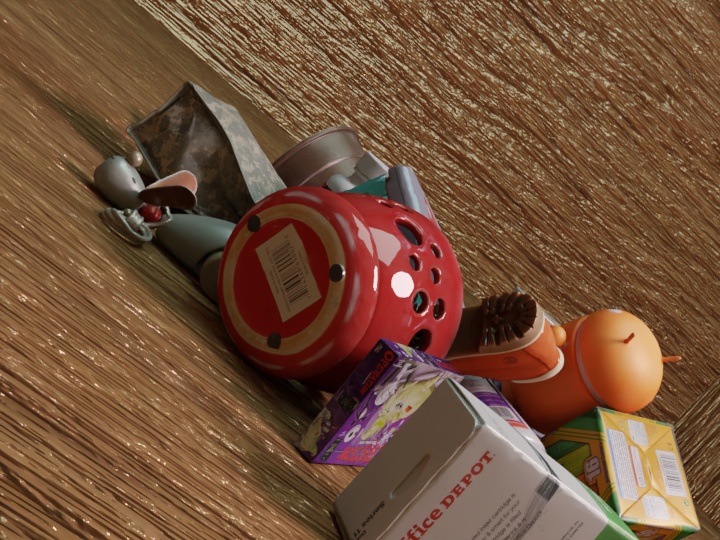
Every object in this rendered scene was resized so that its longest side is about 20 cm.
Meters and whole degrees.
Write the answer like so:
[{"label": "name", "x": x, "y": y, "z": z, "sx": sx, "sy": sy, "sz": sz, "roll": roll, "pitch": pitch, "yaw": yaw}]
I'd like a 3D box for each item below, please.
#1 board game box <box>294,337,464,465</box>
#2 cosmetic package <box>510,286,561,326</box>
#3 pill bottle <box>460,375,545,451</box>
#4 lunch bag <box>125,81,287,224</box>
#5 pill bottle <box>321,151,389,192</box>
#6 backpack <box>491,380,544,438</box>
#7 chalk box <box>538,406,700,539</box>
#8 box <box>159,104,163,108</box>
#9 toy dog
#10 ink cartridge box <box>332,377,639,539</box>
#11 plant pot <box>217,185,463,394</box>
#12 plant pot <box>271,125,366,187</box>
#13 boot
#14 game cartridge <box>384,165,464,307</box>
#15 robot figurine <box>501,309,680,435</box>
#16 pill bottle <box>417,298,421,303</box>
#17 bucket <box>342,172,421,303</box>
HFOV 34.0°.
[{"label": "board game box", "x": 0.023, "y": 0.125, "z": 1.073, "sx": 0.032, "sy": 0.120, "sz": 0.200, "roll": 46, "pitch": 8, "yaw": 22}, {"label": "cosmetic package", "x": 0.186, "y": 0.133, "z": 1.594, "sx": 0.105, "sy": 0.200, "sz": 0.071, "roll": 39, "pitch": 9, "yaw": -16}, {"label": "pill bottle", "x": 0.106, "y": 0.165, "z": 1.265, "sx": 0.111, "sy": 0.112, "sz": 0.200, "roll": 37, "pitch": 9, "yaw": -36}, {"label": "lunch bag", "x": -0.160, "y": -0.100, "z": 1.382, "sx": 0.201, "sy": 0.117, "sz": 0.164, "roll": 56, "pitch": 8, "yaw": 9}, {"label": "pill bottle", "x": -0.026, "y": -0.052, "z": 1.517, "sx": 0.111, "sy": 0.200, "sz": 0.111, "roll": 41, "pitch": 7, "yaw": -6}, {"label": "backpack", "x": 0.176, "y": 0.166, "z": 1.447, "sx": 0.154, "sy": 0.200, "sz": 0.191, "roll": 32, "pitch": 18, "yaw": -33}, {"label": "chalk box", "x": 0.236, "y": 0.248, "z": 1.259, "sx": 0.123, "sy": 0.200, "sz": 0.126, "roll": 16, "pitch": 51, "yaw": -32}, {"label": "box", "x": -0.232, "y": -0.157, "z": 1.664, "sx": 0.137, "sy": 0.039, "sz": 0.200, "roll": 39, "pitch": 8, "yaw": -23}, {"label": "toy dog", "x": -0.166, "y": -0.056, "z": 1.195, "sx": 0.200, "sy": 0.096, "sz": 0.132, "roll": 39, "pitch": 8, "yaw": -31}, {"label": "ink cartridge box", "x": 0.098, "y": 0.201, "z": 0.931, "sx": 0.200, "sy": 0.147, "sz": 0.083, "roll": 40, "pitch": 6, "yaw": -28}, {"label": "plant pot", "x": -0.028, "y": 0.020, "z": 1.133, "sx": 0.200, "sy": 0.201, "sz": 0.182, "roll": 46, "pitch": 19, "yaw": 29}, {"label": "plant pot", "x": -0.028, "y": -0.072, "z": 1.728, "sx": 0.199, "sy": 0.200, "sz": 0.200, "roll": 52, "pitch": 10, "yaw": 17}, {"label": "boot", "x": 0.110, "y": 0.084, "z": 1.213, "sx": 0.107, "sy": 0.199, "sz": 0.075, "roll": 46, "pitch": 48, "yaw": -44}, {"label": "game cartridge", "x": 0.077, "y": -0.011, "z": 1.301, "sx": 0.200, "sy": 0.041, "sz": 0.134, "roll": 58, "pitch": 21, "yaw": -58}, {"label": "robot figurine", "x": 0.243, "y": 0.111, "z": 1.275, "sx": 0.116, "sy": 0.200, "sz": 0.144, "roll": -33, "pitch": 94, "yaw": -46}, {"label": "pill bottle", "x": 0.061, "y": 0.081, "z": 1.540, "sx": 0.120, "sy": 0.120, "sz": 0.200, "roll": 45, "pitch": 6, "yaw": 17}, {"label": "bucket", "x": 0.000, "y": 0.000, "z": 1.358, "sx": 0.207, "sy": 0.134, "sz": 0.208, "roll": -18, "pitch": 90, "yaw": -83}]
